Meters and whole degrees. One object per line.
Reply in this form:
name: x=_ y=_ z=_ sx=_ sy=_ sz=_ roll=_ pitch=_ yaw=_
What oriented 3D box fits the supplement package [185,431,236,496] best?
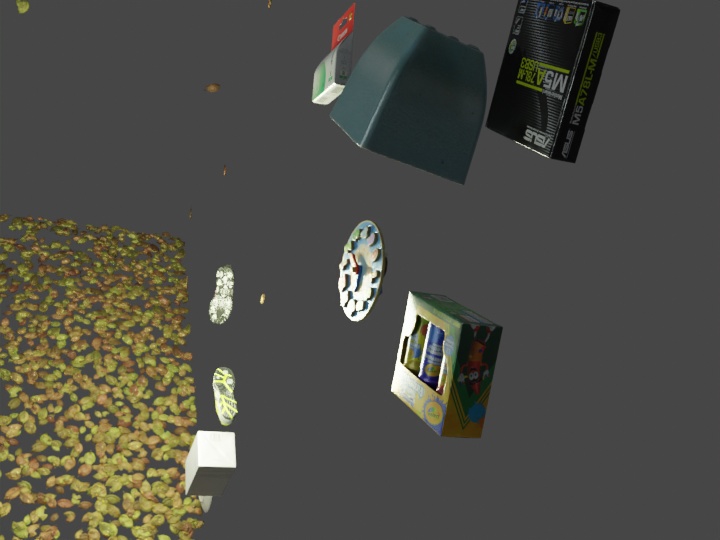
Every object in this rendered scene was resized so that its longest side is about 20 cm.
supplement package: x=-0.471 y=0.605 z=2.656 sx=0.201 sy=0.119 sz=0.121 roll=119 pitch=149 yaw=-44

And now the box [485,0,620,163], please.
box: x=0.247 y=-0.261 z=1.127 sx=0.200 sy=0.047 sz=0.197 roll=-129 pitch=51 yaw=-63

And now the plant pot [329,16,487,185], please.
plant pot: x=0.093 y=-0.285 z=1.361 sx=0.203 sy=0.193 sz=0.196 roll=-66 pitch=25 yaw=15

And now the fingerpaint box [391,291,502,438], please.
fingerpaint box: x=0.124 y=0.138 z=1.291 sx=0.200 sy=0.072 sz=0.170 roll=-147 pitch=66 yaw=-67

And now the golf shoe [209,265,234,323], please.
golf shoe: x=-0.460 y=0.081 z=2.881 sx=0.088 sy=0.076 sz=0.204 roll=-85 pitch=9 yaw=-77

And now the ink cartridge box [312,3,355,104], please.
ink cartridge box: x=-0.064 y=-0.516 z=2.025 sx=0.160 sy=0.049 sz=0.204 roll=166 pitch=107 yaw=-68

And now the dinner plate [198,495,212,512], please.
dinner plate: x=-0.534 y=0.727 z=2.924 sx=0.200 sy=0.024 sz=0.205 roll=-173 pitch=90 yaw=-70

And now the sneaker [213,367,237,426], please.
sneaker: x=-0.435 y=0.398 z=2.691 sx=0.077 sy=0.074 sz=0.202 roll=118 pitch=152 yaw=-42

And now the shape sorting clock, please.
shape sorting clock: x=0.000 y=0.000 z=1.709 sx=0.199 sy=0.038 sz=0.204 roll=-174 pitch=90 yaw=-69
